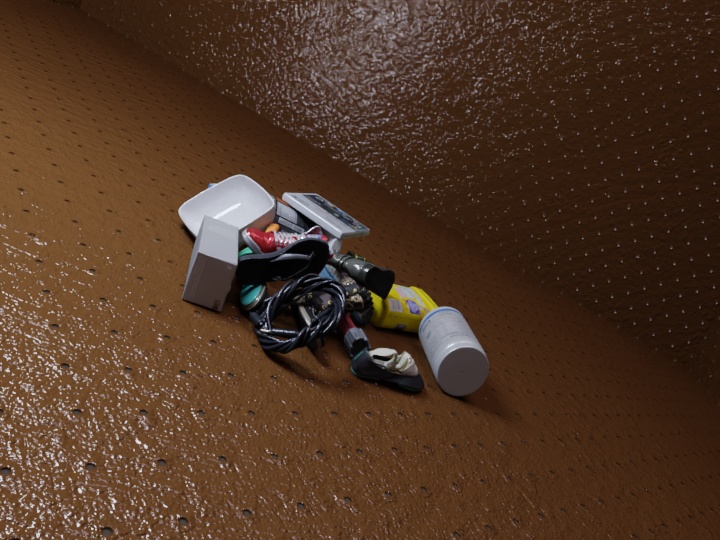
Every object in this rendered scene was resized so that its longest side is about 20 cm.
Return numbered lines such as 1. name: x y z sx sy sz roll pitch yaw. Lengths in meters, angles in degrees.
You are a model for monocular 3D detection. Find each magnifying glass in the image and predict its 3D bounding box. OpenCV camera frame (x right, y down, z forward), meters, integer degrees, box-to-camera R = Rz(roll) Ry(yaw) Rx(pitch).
1. magnifying glass: -0.215 -0.047 1.280 0.077 0.023 0.202 10 32 6

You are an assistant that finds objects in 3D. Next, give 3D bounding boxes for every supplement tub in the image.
1. supplement tub: -0.211 -0.117 1.541 0.196 0.124 0.123 24 16 -35
2. supplement tub: 0.217 0.187 1.411 0.129 0.135 0.201 23 19 -17

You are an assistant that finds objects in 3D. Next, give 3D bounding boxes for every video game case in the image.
1. video game case: -0.088 -0.146 1.569 0.197 0.024 0.181 35 18 17

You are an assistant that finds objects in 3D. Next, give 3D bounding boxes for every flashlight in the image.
1. flashlight: -0.035 0.111 1.315 0.066 0.069 0.201 20 19 -30

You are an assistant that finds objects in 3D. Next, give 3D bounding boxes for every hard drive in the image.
1. hard drive: -0.099 -0.061 1.578 0.026 0.135 0.201 19 19 -20

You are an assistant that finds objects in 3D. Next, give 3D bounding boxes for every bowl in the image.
1. bowl: -0.306 -0.123 1.391 0.197 0.076 0.199 -34 48 -19

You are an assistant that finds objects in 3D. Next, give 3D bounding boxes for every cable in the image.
1. cable: -0.110 0.077 1.129 0.195 0.052 0.163 -25 36 -16

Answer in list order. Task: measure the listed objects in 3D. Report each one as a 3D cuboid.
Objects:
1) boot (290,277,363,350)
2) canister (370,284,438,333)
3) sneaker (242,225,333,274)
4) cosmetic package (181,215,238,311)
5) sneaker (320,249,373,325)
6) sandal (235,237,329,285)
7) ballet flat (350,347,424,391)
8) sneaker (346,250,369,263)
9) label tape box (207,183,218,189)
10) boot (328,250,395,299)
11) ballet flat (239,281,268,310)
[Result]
1. boot: -0.064 0.083 1.240 0.146 0.076 0.200 -14 26 -16
2. canister: 0.099 0.096 1.550 0.196 0.088 0.149 13 25 -39
3. sneaker: -0.141 -0.057 1.223 0.198 0.112 0.072 32 25 -37
4. cosmetic package: -0.295 -0.019 1.184 0.088 0.109 0.201 20 17 -16
5. sneaker: -0.042 0.050 1.454 0.077 0.090 0.203 -18 71 -53
6. sandal: -0.151 -0.008 1.177 0.194 0.078 0.043 -17 28 -9
7. ballet flat: 0.071 0.201 1.236 0.195 0.075 0.073 20 19 -31
8. sneaker: -0.013 0.002 1.645 0.074 0.078 0.200 25 -3 18
9. label tape box: -0.324 -0.180 1.660 0.142 0.065 0.199 35 18 15
10. boot: 0.000 0.000 1.394 0.128 0.069 0.199 26 -2 26
11. ballet flat: -0.218 0.033 1.248 0.064 0.066 0.201 54 5 -33
